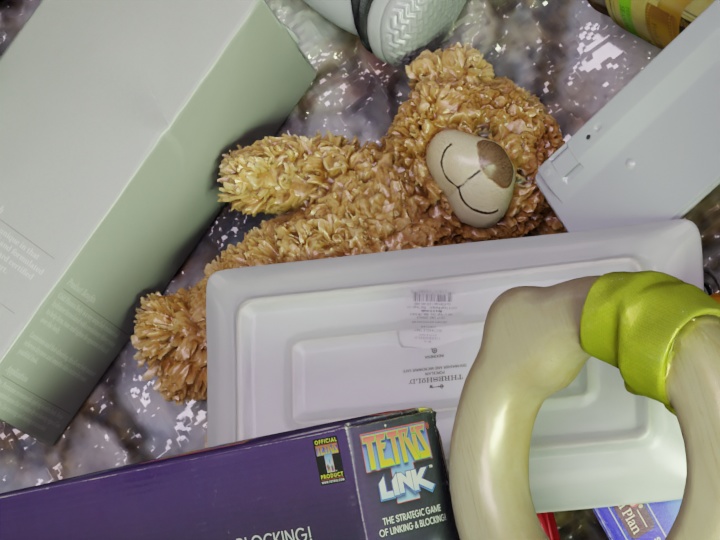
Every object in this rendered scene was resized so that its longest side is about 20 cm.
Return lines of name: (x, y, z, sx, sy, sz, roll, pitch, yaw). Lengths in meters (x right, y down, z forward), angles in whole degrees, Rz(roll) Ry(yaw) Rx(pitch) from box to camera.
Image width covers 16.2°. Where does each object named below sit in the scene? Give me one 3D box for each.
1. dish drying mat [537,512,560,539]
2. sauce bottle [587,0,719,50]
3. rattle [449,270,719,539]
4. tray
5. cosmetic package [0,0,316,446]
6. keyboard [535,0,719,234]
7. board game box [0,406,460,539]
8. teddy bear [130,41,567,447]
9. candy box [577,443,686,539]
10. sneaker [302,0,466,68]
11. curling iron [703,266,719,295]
dish drying mat: (-0.016, 0.130, 0.999, 0.199, 0.018, 0.077, -17, 81, 15)
sauce bottle: (0.171, -0.091, 0.975, 0.200, 0.065, 0.065, 35, 85, 39)
rattle: (0.104, 0.105, 0.880, 0.129, 0.143, 0.202, -6, 83, 24)
tray: (0.032, 0.039, 0.956, 0.198, 0.022, 0.108, -6, 72, 16)
cosmetic package: (-0.113, -0.037, 1.033, 0.090, 0.107, 0.201, 31, 83, 17)
keyboard: (0.147, -0.079, 0.948, 0.200, 0.011, 0.056, -44, 65, 23)
board game box: (-0.047, 0.148, 0.932, 0.199, 0.057, 0.167, -15, 86, 40)
teddy bear: (0.000, 0.000, 1.017, 0.199, 0.067, 0.146, -25, 76, 6)
candy box: (0.204, 0.093, 0.943, 0.199, 0.077, 0.170, -30, 69, 5)
sneaker: (0.014, -0.194, 1.059, 0.114, 0.075, 0.201, 23, 85, 14)
curling iron: (0.069, 0.070, 1.002, 0.200, 0.026, 0.050, -43, 52, 2)
